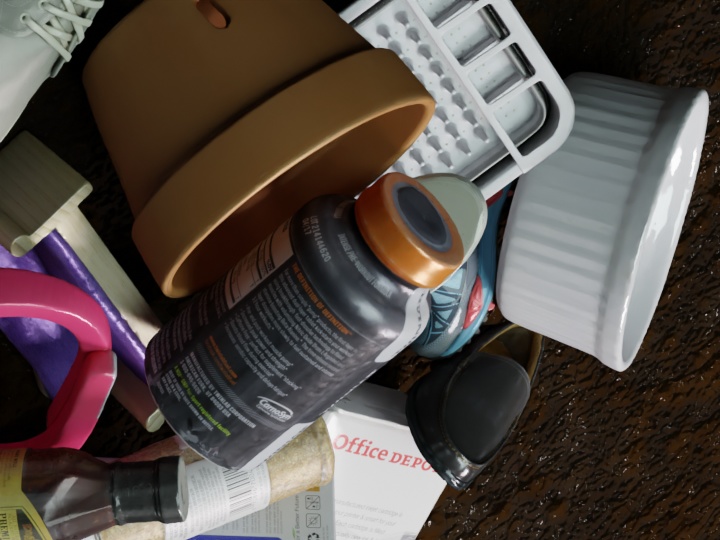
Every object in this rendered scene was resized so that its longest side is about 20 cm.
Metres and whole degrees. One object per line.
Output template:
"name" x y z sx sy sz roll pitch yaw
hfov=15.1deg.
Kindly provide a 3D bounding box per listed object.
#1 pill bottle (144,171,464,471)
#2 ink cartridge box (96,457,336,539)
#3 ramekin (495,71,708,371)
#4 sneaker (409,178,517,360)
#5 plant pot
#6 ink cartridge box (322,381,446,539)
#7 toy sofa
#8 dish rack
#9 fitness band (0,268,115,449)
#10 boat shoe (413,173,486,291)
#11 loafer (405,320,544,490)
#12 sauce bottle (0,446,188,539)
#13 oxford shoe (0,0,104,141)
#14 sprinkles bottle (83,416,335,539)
"pill bottle" -0.030 0.026 1.647 0.200 0.107 0.106 -40 142 26
"ink cartridge box" -0.114 0.174 1.788 0.199 0.095 0.037 5 156 -15
"ramekin" 0.165 -0.040 1.878 0.200 0.097 0.202 17 90 -78
"sneaker" 0.045 -0.034 1.872 0.095 0.079 0.201 1 111 -24
"plant pot" -0.074 -0.097 1.637 0.200 0.140 0.200 -34 170 -7
"ink cartridge box" -0.037 0.175 1.921 0.146 0.083 0.201 17 106 -44
"toy sofa" -0.181 0.018 1.702 0.098 0.083 0.200 -42 136 -10
"dish rack" 0.022 -0.106 1.772 0.200 0.044 0.172 -36 119 1
"fitness band" -0.228 0.065 1.647 0.143 0.038 0.200 10 143 -17
"boat shoe" 0.000 0.001 1.742 0.201 0.070 0.072 -39 -175 20
"loafer" 0.083 0.084 1.893 0.072 0.200 0.073 -36 104 22
"sauce bottle" -0.205 0.139 1.654 0.199 0.066 0.066 -5 129 6
"oxford shoe" -0.181 -0.155 1.582 0.201 0.058 0.075 -59 143 -8
"sprinkles bottle" -0.116 0.140 1.747 0.199 0.068 0.069 -20 129 -22
